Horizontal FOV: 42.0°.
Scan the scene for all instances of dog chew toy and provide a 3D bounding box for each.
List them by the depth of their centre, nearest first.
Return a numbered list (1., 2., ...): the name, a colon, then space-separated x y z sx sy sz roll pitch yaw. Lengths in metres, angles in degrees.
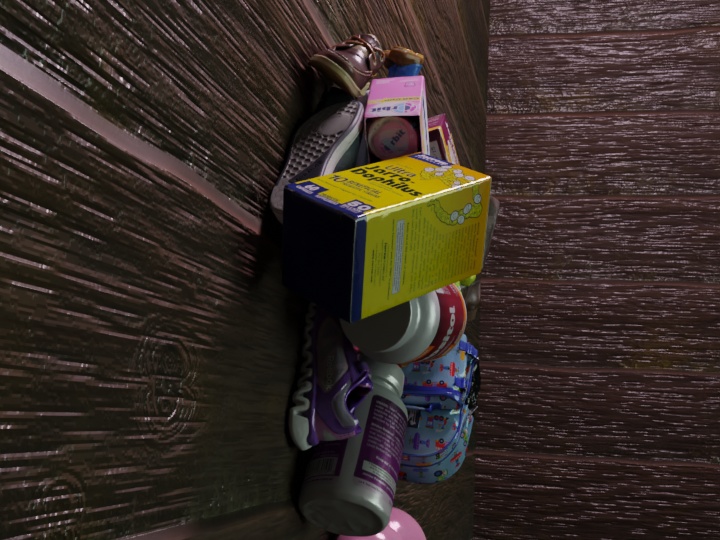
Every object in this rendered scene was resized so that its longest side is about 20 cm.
1. dog chew toy: 0.015 0.387 1.247 0.200 0.123 0.127 9 82 -68

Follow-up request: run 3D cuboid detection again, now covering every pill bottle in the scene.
1. pill bottle: 0.049 0.051 1.093 0.200 0.111 0.115 10 82 -69
2. pill bottle: -0.002 0.207 1.139 0.113 0.111 0.202 76 23 -49

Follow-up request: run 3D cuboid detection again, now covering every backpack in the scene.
1. backpack: 0.080 0.199 1.371 0.135 0.180 0.202 76 25 -61

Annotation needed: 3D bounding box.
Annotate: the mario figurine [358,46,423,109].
1. mario figurine: 0.021 -0.205 1.286 0.123 0.105 0.203 11 92 -71

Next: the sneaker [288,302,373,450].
1. sneaker: -0.025 0.113 1.099 0.081 0.087 0.203 66 27 -58

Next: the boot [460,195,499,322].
1. boot: 0.119 -0.019 1.349 0.185 0.064 0.203 -9 118 -42

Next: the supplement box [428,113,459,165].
1. supplement box: 0.103 -0.167 1.510 0.200 0.102 0.133 -68 141 -72

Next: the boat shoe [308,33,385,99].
1. boat shoe: -0.008 -0.254 1.125 0.072 0.072 0.200 -54 177 12

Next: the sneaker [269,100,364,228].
1. sneaker: -0.029 -0.082 1.056 0.147 0.076 0.204 64 37 -40

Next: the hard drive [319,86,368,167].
1. hard drive: -0.021 -0.116 1.197 0.136 0.042 0.202 -72 159 -51

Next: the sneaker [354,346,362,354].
1. sneaker: 0.002 0.171 1.281 0.095 0.078 0.203 -75 166 -83

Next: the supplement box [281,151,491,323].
1. supplement box: 0.028 -0.041 0.960 0.199 0.108 0.111 -19 122 -41

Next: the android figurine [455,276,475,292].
1. android figurine: 0.076 0.021 1.284 0.041 0.180 0.203 23 -49 62

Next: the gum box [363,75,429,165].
1. gum box: 0.049 -0.114 1.117 0.114 0.065 0.202 -81 166 -57
